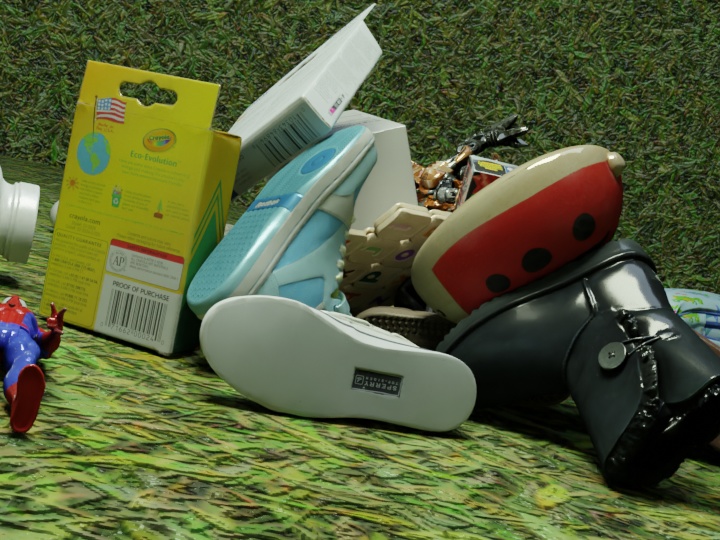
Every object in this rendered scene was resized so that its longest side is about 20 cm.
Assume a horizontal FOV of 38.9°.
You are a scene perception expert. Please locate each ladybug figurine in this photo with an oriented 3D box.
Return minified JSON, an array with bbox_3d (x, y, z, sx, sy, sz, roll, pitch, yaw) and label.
[{"bbox_3d":[0.127,-0.020,0.795,0.135,0.200,0.073,8,50,-47],"label":"ladybug figurine"}]

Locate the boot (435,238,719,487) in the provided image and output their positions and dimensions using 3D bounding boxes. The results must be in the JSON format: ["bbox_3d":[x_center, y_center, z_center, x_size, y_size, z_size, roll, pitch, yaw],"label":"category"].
[{"bbox_3d":[0.149,0.082,0.718,0.077,0.199,0.169,49,16,-35],"label":"boot"}]

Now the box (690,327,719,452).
[{"bbox_3d":[0.249,0.074,0.842,0.199,0.075,0.100,35,7,3],"label":"box"}]

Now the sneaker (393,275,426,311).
[{"bbox_3d":[0.123,0.051,0.996,0.197,0.075,0.085,5,-29,10],"label":"sneaker"}]

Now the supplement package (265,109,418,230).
[{"bbox_3d":[-0.025,-0.088,1.042,0.118,0.123,0.200,-13,16,-11],"label":"supplement package"}]

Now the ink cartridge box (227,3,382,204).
[{"bbox_3d":[-0.070,-0.137,0.922,0.043,0.195,0.201,48,38,-14],"label":"ink cartridge box"}]

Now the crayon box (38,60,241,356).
[{"bbox_3d":[-0.166,-0.049,0.783,0.125,0.203,0.051,14,6,21],"label":"crayon box"}]

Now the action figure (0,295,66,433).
[{"bbox_3d":[-0.206,0.042,0.589,0.065,0.052,0.200,7,4,-17],"label":"action figure"}]

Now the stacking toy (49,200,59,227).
[{"bbox_3d":[-0.331,-0.079,1.301,0.145,0.148,0.199,7,-9,-44],"label":"stacking toy"}]

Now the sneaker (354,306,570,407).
[{"bbox_3d":[0.088,0.066,0.887,0.197,0.071,0.076,14,4,6],"label":"sneaker"}]

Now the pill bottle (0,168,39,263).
[{"bbox_3d":[-0.379,-0.057,0.864,0.198,0.112,0.111,11,5,-23],"label":"pill bottle"}]

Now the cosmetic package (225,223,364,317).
[{"bbox_3d":[-0.080,0.005,1.121,0.197,0.072,0.105,14,7,12],"label":"cosmetic package"}]

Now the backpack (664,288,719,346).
[{"bbox_3d":[0.340,0.081,1.068,0.198,0.155,0.163,24,-5,-16],"label":"backpack"}]

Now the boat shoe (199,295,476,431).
[{"bbox_3d":[-0.018,0.061,0.697,0.197,0.073,0.066,12,1,-20],"label":"boat shoe"}]

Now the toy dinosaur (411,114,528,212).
[{"bbox_3d":[0.103,-0.091,1.029,0.135,0.103,0.200,-26,48,-21],"label":"toy dinosaur"}]

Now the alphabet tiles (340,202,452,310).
[{"bbox_3d":[0.000,0.000,0.957,0.199,0.015,0.194,-37,-26,33],"label":"alphabet tiles"}]

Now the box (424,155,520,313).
[{"bbox_3d":[0.138,0.008,0.922,0.135,0.202,0.040,11,26,-5],"label":"box"}]

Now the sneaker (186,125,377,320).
[{"bbox_3d":[-0.031,-0.006,0.786,0.131,0.200,0.079,49,-22,-25],"label":"sneaker"}]
